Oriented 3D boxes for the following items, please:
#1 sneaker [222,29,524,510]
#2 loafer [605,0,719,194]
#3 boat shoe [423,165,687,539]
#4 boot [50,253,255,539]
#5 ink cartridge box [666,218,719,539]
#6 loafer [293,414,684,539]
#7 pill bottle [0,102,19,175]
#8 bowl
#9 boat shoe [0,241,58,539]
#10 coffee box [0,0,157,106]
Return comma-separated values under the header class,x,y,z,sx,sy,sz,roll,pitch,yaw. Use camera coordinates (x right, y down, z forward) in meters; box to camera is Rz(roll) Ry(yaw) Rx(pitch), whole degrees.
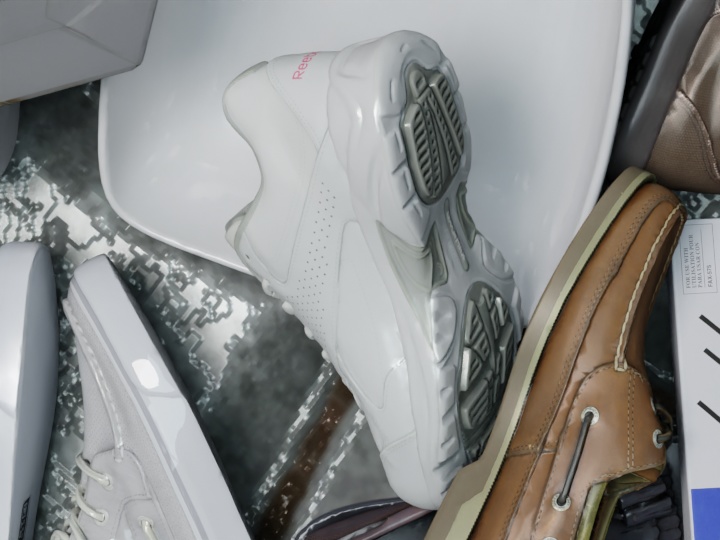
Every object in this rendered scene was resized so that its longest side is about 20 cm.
class,x,y,z,sx,sy,sz,roll,pitch,yaw
sneaker,0.000,0.000,1.029,0.099,0.078,0.200,3,119,29
loafer,0.161,-0.118,1.065,0.071,0.073,0.200,24,99,-4
boat shoe,0.087,0.062,1.027,0.068,0.072,0.200,24,88,19
boot,-0.099,0.101,1.093,0.095,0.074,0.200,-25,89,-2
ink cartridge box,0.170,0.077,1.037,0.094,0.044,0.200,-2,69,3
loafer,0.064,0.108,1.079,0.200,0.063,0.072,-16,90,8
pill bottle,-0.247,-0.080,1.092,0.199,0.111,0.112,-5,91,8
bowl,0.007,-0.089,1.050,0.200,0.075,0.200,17,125,8
boat shoe,-0.167,0.084,1.110,0.068,0.072,0.201,9,100,6
coffee box,-0.168,-0.159,1.012,0.114,0.080,0.200,-17,61,-25
